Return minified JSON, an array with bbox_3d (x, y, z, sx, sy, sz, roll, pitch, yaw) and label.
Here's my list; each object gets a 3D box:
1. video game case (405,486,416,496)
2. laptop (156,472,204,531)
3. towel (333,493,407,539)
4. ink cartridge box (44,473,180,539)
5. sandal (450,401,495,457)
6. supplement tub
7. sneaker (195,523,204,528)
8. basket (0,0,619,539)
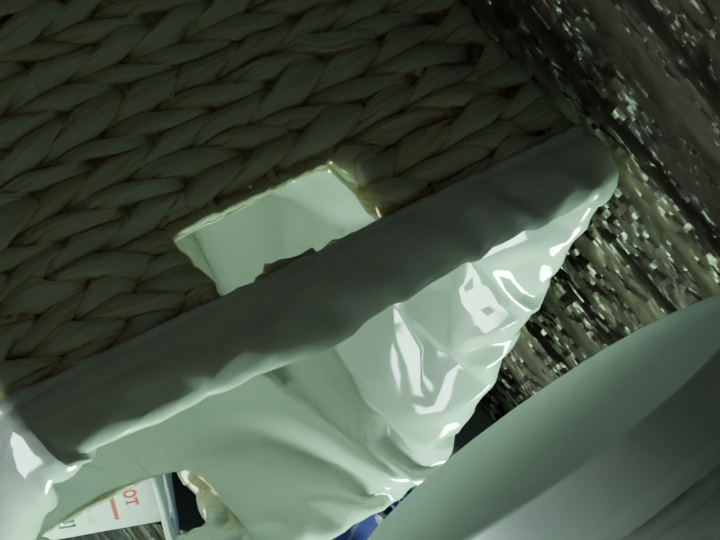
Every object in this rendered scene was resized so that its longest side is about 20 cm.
[{"bbox_3d":[-0.008,0.059,1.159,0.200,0.023,0.182,57,165,-12],"label":"video game case"},{"bbox_3d":[-0.096,0.032,1.395,0.200,0.116,0.187,-101,-8,-45],"label":"laptop"},{"bbox_3d":[-0.005,0.101,1.159,0.200,0.024,0.145,50,166,10],"label":"towel"},{"bbox_3d":[-0.121,0.032,1.175,0.117,0.067,0.200,83,176,-56],"label":"ink cartridge box"},{"bbox_3d":[0.000,0.000,0.984,0.200,0.043,0.076,50,175,-18],"label":"sandal"},{"bbox_3d":[0.104,0.121,0.719,0.200,0.145,0.145,55,165,-5],"label":"supplement tub"},{"bbox_3d":[-0.031,0.135,1.245,0.200,0.078,0.090,-73,-35,-77],"label":"sneaker"},{"bbox_3d":[-0.071,0.002,0.811,0.161,0.198,0.200,53,148,17],"label":"basket"}]
